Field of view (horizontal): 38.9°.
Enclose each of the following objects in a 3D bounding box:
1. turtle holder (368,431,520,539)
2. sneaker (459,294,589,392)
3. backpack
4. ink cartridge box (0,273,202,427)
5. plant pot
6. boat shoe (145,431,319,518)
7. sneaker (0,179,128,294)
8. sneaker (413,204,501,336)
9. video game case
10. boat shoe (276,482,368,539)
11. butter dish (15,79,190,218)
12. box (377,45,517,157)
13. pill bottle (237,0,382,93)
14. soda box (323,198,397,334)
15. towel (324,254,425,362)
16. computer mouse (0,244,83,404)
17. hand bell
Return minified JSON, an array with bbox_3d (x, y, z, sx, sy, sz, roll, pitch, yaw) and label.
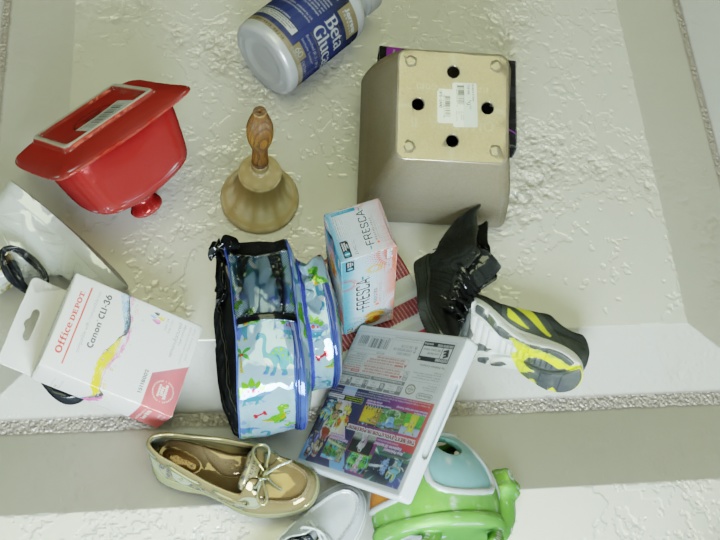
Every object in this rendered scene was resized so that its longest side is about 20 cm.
[{"bbox_3d":[0.099,0.248,1.116,0.183,0.141,0.133,-4,64,-6],"label":"turtle holder"},{"bbox_3d":[0.190,0.080,1.256,0.199,0.075,0.084,30,33,19],"label":"sneaker"},{"bbox_3d":[-0.093,0.081,1.154,0.145,0.183,0.203,-3,70,-6],"label":"backpack"},{"bbox_3d":[-0.295,0.085,1.159,0.198,0.067,0.118,24,63,-17],"label":"ink cartridge box"},{"bbox_3d":[0.101,-0.176,1.273,0.197,0.177,0.203,3,79,-3],"label":"plant pot"},{"bbox_3d":[-0.144,0.224,1.132,0.197,0.063,0.074,8,60,8],"label":"boat shoe"},{"bbox_3d":[-0.386,-0.004,1.235,0.199,0.074,0.116,38,81,8],"label":"sneaker"},{"bbox_3d":[0.120,0.010,1.212,0.103,0.060,0.201,-27,34,15],"label":"sneaker"},{"bbox_3d":[0.026,0.151,1.127,0.023,0.199,0.184,36,71,-31],"label":"video game case"},{"bbox_3d":[-0.064,0.307,1.111,0.199,0.069,0.072,-38,73,-21],"label":"boat shoe"},{"bbox_3d":[-0.296,-0.133,1.265,0.199,0.149,0.199,-39,30,-22],"label":"butter dish"},{"bbox_3d":[0.118,-0.233,1.408,0.197,0.036,0.145,5,65,-2],"label":"box"},{"bbox_3d":[-0.064,-0.343,1.399,0.111,0.111,0.200,41,68,14],"label":"pill bottle"},{"bbox_3d":[0.000,0.000,1.170,0.068,0.201,0.064,-17,64,-8],"label":"soda box"},{"bbox_3d":[0.017,0.062,1.264,0.143,0.023,0.201,-26,68,-14],"label":"towel"},{"bbox_3d":[-0.371,0.063,1.190,0.058,0.034,0.202,-22,87,-24],"label":"computer mouse"},{"bbox_3d":[-0.124,-0.139,1.245,0.103,0.201,0.105,2,64,-4],"label":"hand bell"}]
